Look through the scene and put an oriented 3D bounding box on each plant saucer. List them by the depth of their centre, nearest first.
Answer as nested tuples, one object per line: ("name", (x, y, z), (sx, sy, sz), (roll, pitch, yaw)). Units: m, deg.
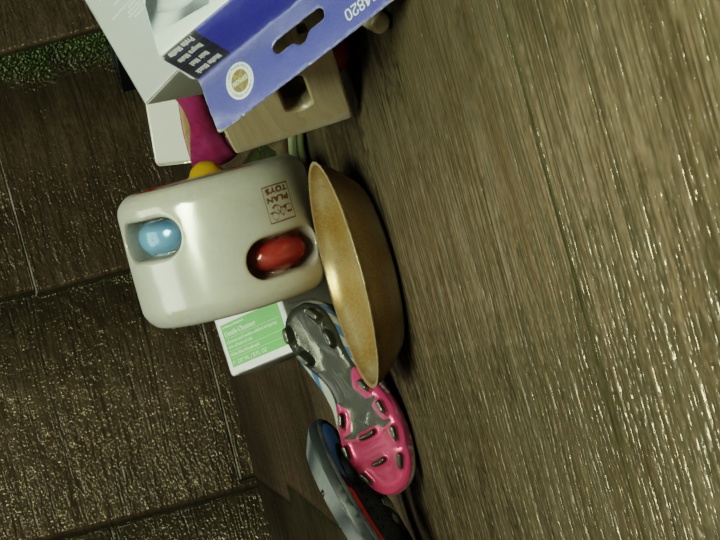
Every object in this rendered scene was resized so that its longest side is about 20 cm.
("plant saucer", (0.000, 0.000, 1.368), (0.200, 0.035, 0.201), (165, 90, -81))

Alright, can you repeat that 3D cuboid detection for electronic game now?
("electronic game", (0.010, 0.226, 1.488), (0.200, 0.042, 0.200), (57, -176, -6))

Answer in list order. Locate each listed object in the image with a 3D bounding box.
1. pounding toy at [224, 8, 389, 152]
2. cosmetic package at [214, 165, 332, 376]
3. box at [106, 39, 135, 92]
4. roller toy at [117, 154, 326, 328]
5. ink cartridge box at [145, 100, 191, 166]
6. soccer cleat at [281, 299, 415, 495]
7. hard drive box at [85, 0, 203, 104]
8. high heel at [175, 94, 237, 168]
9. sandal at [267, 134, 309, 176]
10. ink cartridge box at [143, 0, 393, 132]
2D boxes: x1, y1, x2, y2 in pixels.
("pounding toy", (-0.062, -0.201, 1.214), (0.200, 0.142, 0.185), (70, -178, -72))
("cosmetic package", (-0.105, -0.003, 1.677), (0.107, 0.085, 0.201), (-25, 82, 39))
("box", (-0.476, -0.485, 3.213), (0.141, 0.078, 0.201), (89, 163, -66))
("roller toy", (-0.127, -0.035, 1.492), (0.182, 0.199, 0.140), (-88, -16, -84))
("ink cartridge box", (-0.162, -0.201, 1.650), (0.200, 0.084, 0.147), (-61, -36, -74))
("soccer cleat", (0.003, 0.111, 1.474), (0.201, 0.070, 0.086), (60, -156, 14))
("hard drive box", (-0.165, -0.257, 1.403), (0.077, 0.156, 0.201), (-38, 79, 38))
("high heel", (-0.176, -0.157, 1.478), (0.200, 0.096, 0.068), (38, -150, -42))
("sandal", (-0.091, -0.146, 1.597), (0.080, 0.057, 0.202), (-127, 24, -65))
("ink cartridge box", (-0.075, -0.228, 1.088), (0.199, 0.041, 0.201), (-33, 66, 34))
